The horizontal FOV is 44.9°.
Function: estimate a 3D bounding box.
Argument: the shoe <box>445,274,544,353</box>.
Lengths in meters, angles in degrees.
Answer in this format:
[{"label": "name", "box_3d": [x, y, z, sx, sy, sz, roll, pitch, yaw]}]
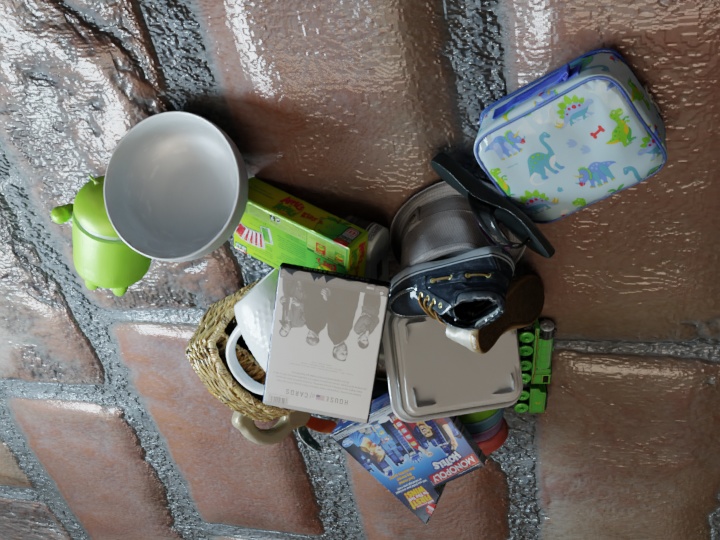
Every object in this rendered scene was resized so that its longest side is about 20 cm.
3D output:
[{"label": "shoe", "box_3d": [0.185, 0.053, 1.170, 0.053, 0.200, 0.070, 0, 107, 40]}]

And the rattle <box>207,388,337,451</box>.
[{"label": "rattle", "box_3d": [-0.158, 0.248, 1.535, 0.142, 0.131, 0.199, -16, 152, 42]}]

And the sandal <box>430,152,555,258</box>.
[{"label": "sandal", "box_3d": [0.157, -0.069, 1.084, 0.200, 0.048, 0.075, 42, 177, 26]}]

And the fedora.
[{"label": "fedora", "box_3d": [0.124, -0.021, 1.175, 0.177, 0.091, 0.200, 42, 130, -21]}]

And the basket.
[{"label": "basket", "box_3d": [-0.154, 0.136, 1.368, 0.149, 0.143, 0.200, -24, 120, 41]}]

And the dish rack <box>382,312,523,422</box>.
[{"label": "dish rack", "box_3d": [0.136, 0.122, 1.232, 0.199, 0.044, 0.173, -7, 91, -11]}]

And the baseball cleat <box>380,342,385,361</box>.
[{"label": "baseball cleat", "box_3d": [0.054, 0.094, 1.329, 0.199, 0.107, 0.070, 13, 175, 40]}]

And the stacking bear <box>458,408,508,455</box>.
[{"label": "stacking bear", "box_3d": [0.160, 0.179, 1.344, 0.113, 0.122, 0.201, -2, 123, 22]}]

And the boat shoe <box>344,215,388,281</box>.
[{"label": "boat shoe", "box_3d": [0.000, 0.000, 1.258, 0.063, 0.071, 0.201, 26, 140, 19]}]

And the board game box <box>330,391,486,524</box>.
[{"label": "board game box", "box_3d": [0.090, 0.278, 1.331, 0.200, 0.062, 0.200, -32, 98, 32]}]

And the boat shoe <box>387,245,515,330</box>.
[{"label": "boat shoe", "box_3d": [0.101, 0.037, 1.109, 0.200, 0.091, 0.071, -23, 123, 36]}]

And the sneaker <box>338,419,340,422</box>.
[{"label": "sneaker", "box_3d": [0.058, 0.274, 1.483, 0.199, 0.074, 0.087, 7, 137, 13]}]

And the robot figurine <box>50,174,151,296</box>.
[{"label": "robot figurine", "box_3d": [-0.364, -0.055, 1.284, 0.174, 0.116, 0.201, 14, 134, -4]}]

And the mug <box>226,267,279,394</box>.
[{"label": "mug", "box_3d": [-0.111, 0.102, 1.274, 0.200, 0.148, 0.175, -39, 96, 21]}]

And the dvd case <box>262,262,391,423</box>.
[{"label": "dvd case", "box_3d": [-0.047, 0.099, 1.169, 0.149, 0.025, 0.201, 10, 108, 5]}]

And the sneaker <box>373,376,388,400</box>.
[{"label": "sneaker", "box_3d": [-0.005, 0.208, 1.424, 0.199, 0.083, 0.072, -2, 104, 13]}]

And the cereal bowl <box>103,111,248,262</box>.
[{"label": "cereal bowl", "box_3d": [-0.239, -0.107, 1.175, 0.199, 0.201, 0.083, 4, 174, 15]}]

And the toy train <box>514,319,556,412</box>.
[{"label": "toy train", "box_3d": [0.263, 0.146, 1.323, 0.056, 0.042, 0.201, 0, 132, 5]}]

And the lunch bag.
[{"label": "lunch bag", "box_3d": [0.243, -0.156, 1.019, 0.199, 0.083, 0.161, -26, 120, 36]}]

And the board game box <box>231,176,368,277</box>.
[{"label": "board game box", "box_3d": [-0.086, -0.043, 1.206, 0.199, 0.048, 0.102, 27, 136, 23]}]
